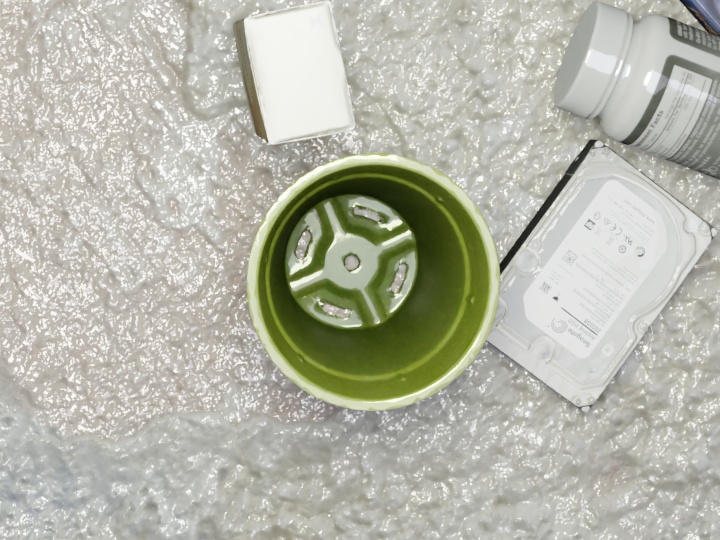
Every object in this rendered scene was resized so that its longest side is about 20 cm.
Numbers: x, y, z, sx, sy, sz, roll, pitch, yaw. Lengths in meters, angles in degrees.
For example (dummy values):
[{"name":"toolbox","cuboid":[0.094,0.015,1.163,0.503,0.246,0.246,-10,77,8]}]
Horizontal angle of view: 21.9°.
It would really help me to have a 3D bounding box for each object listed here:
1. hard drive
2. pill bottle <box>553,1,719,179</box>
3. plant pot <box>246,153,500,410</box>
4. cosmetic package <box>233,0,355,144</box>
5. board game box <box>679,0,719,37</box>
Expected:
[{"name":"hard drive","cuboid":[0.201,0.005,1.634,0.139,0.038,0.200,37,92,-8]},{"name":"pill bottle","cuboid":[0.274,-0.150,1.587,0.199,0.114,0.114,20,93,-7]},{"name":"plant pot","cuboid":[0.000,0.000,1.535,0.199,0.190,0.201,-1,96,-7]},{"name":"cosmetic package","cuboid":[-0.057,-0.161,1.507,0.071,0.200,0.106,-12,96,-5]},{"name":"board game box","cuboid":[0.352,-0.306,1.620,0.200,0.035,0.136,-45,98,0]}]
